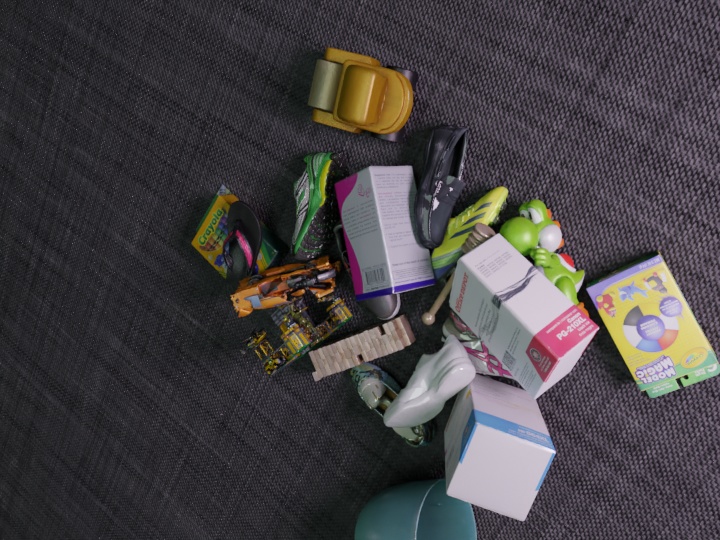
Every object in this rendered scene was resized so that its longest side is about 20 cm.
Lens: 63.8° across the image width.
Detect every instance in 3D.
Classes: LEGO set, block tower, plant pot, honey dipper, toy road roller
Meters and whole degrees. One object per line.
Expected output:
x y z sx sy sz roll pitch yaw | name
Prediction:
-0.121 0.091 1.050 0.116 0.199 0.154 53 135 7 | LEGO set
-0.003 0.141 1.061 0.198 0.054 0.058 -25 88 22 | block tower
0.087 0.469 1.015 0.160 0.200 0.203 -14 93 38 | plant pot
0.149 0.013 0.929 0.038 0.038 0.201 38 122 14 | honey dipper
-0.009 -0.289 0.944 0.198 0.146 0.125 20 107 20 | toy road roller

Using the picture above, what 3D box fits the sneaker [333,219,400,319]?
0.000 0.000 1.026 0.077 0.082 0.202 -28 87 26 | sneaker

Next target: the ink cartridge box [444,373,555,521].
0.211 0.264 0.924 0.124 0.200 0.130 18 107 2 | ink cartridge box

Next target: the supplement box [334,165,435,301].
0.039 -0.062 0.959 0.101 0.102 0.203 -14 87 51 | supplement box

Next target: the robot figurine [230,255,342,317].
-0.127 0.023 1.042 0.197 0.145 0.059 -14 105 2 | robot figurine

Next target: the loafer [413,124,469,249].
0.133 -0.135 0.927 0.070 0.068 0.204 5 84 41 | loafer

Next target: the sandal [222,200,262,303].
-0.229 -0.029 1.090 0.074 0.045 0.203 11 104 22 | sandal

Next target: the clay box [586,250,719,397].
0.436 0.088 0.860 0.114 0.047 0.202 -30 85 26 | clay box

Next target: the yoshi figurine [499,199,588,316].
0.270 -0.004 0.891 0.111 0.112 0.203 -19 88 32 | yoshi figurine

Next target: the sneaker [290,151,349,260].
-0.086 -0.116 1.048 0.084 0.078 0.203 14 85 32 | sneaker

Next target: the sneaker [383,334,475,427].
0.108 0.189 0.978 0.200 0.075 0.089 -45 41 27 | sneaker

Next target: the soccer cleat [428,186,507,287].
0.163 -0.063 0.951 0.084 0.065 0.201 42 114 15 | soccer cleat

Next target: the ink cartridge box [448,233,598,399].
0.231 0.067 0.858 0.200 0.084 0.146 50 160 27 | ink cartridge box

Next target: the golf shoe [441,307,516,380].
0.224 0.139 0.960 0.199 0.072 0.093 36 128 23 | golf shoe

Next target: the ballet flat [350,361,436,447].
0.052 0.244 1.054 0.199 0.074 0.075 37 112 15 | ballet flat

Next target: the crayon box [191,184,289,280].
-0.251 -0.058 1.149 0.200 0.051 0.126 43 113 13 | crayon box
